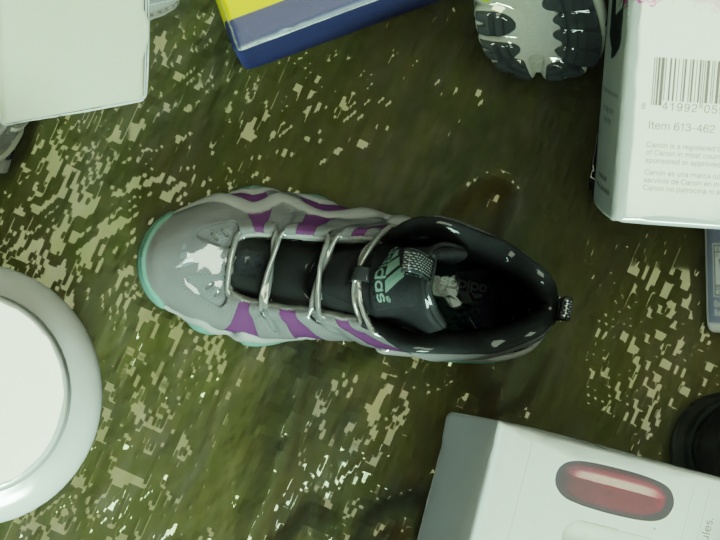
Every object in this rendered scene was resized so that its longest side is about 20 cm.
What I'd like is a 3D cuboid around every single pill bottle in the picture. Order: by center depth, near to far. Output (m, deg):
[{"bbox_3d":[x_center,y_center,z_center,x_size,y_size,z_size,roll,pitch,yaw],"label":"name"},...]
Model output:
[{"bbox_3d":[-0.168,0.054,1.119,0.112,0.200,0.112,0,88,-6],"label":"pill bottle"}]

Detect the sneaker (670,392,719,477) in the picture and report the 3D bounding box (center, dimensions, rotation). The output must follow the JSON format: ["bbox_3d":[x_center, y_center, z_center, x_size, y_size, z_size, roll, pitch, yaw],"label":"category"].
[{"bbox_3d":[0.253,0.084,1.224,0.199,0.091,0.076,-9,87,-8],"label":"sneaker"}]

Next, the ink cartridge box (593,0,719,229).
[{"bbox_3d":[0.184,-0.119,1.123,0.145,0.083,0.201,4,97,-2],"label":"ink cartridge box"}]

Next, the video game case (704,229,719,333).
[{"bbox_3d":[0.246,-0.060,1.187,0.023,0.200,0.183,-5,95,-50],"label":"video game case"}]

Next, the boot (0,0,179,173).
[{"bbox_3d":[-0.168,-0.094,1.199,0.199,0.074,0.096,-13,118,-18],"label":"boot"}]

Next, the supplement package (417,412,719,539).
[{"bbox_3d":[0.076,0.174,1.165,0.111,0.156,0.201,14,87,-6],"label":"supplement package"}]

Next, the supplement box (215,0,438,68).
[{"bbox_3d":[-0.039,-0.207,1.184,0.109,0.109,0.201,-20,90,0],"label":"supplement box"}]

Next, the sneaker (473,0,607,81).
[{"bbox_3d":[0.075,-0.174,1.168,0.077,0.200,0.080,1,52,4],"label":"sneaker"}]

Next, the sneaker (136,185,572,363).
[{"bbox_3d":[0.000,0.000,1.170,0.199,0.140,0.078,4,88,-7],"label":"sneaker"}]

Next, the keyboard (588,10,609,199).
[{"bbox_3d":[0.143,-0.125,1.210,0.040,0.104,0.201,8,87,15],"label":"keyboard"}]

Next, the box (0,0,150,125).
[{"bbox_3d":[-0.153,-0.158,1.131,0.068,0.082,0.200,-11,45,-17],"label":"box"}]
